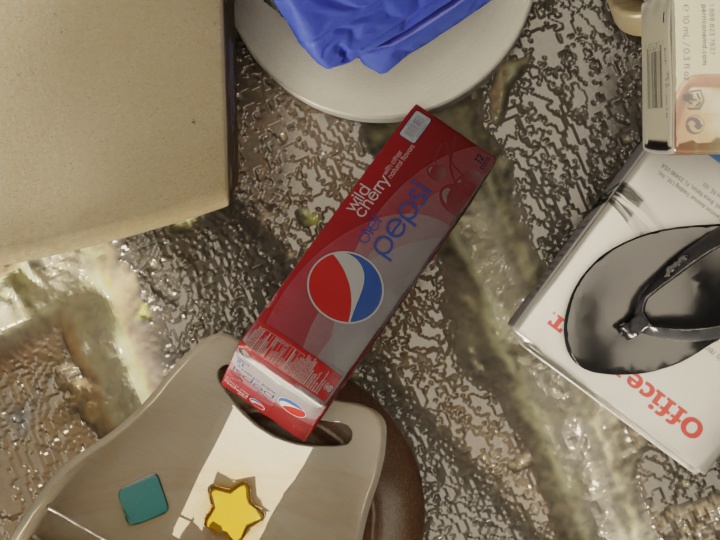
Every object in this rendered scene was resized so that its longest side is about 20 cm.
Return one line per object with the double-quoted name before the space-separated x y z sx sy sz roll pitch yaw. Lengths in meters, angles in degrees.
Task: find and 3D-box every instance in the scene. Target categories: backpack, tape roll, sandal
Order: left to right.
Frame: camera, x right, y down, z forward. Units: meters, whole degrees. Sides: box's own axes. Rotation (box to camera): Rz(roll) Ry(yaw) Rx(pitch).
"backpack" -0.012 -0.225 0.936 0.162 0.168 0.200 -30 56 0
"tape roll" 0.012 -0.194 1.031 0.202 0.037 0.204 0 91 4
"sandal" 0.207 0.005 0.920 0.200 0.043 0.076 -19 93 12

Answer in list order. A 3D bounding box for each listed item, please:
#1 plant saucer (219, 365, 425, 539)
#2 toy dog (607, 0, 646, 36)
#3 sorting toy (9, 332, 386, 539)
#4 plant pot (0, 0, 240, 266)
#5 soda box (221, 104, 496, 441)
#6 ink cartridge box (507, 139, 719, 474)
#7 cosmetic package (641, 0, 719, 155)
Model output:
"plant saucer" -0.059 0.156 1.040 0.200 0.037 0.201 0 90 3
"toy dog" 0.233 -0.214 0.978 0.200 0.132 0.096 -47 51 10
"sorting toy" -0.076 0.140 0.980 0.200 0.107 0.180 28 84 5
"plant pot" -0.162 -0.110 0.959 0.176 0.200 0.200 -1 99 -3
"soda box" 0.000 0.000 0.978 0.063 0.070 0.200 35 64 3
"ink cartridge box" 0.204 0.000 0.995 0.146 0.084 0.200 37 93 0
"cosmetic package" 0.257 -0.107 0.875 0.199 0.103 0.088 -2 95 2
